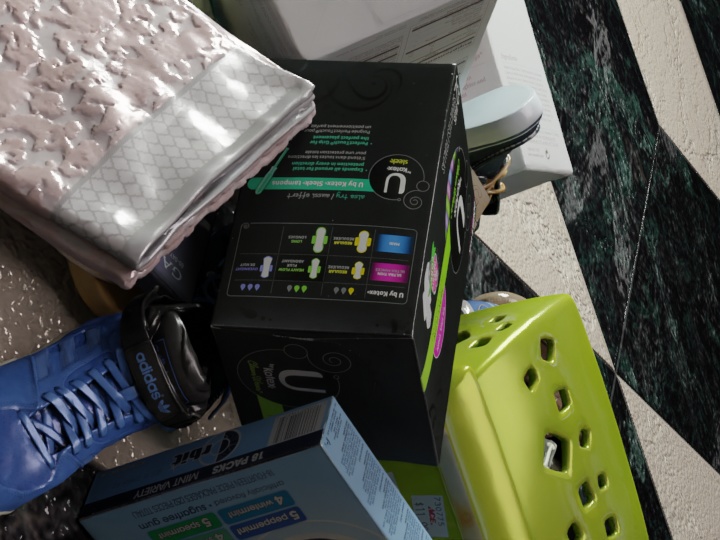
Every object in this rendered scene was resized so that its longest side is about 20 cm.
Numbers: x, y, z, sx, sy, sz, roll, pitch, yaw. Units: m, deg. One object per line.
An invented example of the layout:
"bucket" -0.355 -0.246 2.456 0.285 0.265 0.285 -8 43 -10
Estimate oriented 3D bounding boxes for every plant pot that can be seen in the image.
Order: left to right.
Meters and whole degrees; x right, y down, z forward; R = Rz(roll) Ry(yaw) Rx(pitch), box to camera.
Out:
"plant pot" 0.059 0.148 1.349 0.181 0.198 0.202 -25 97 -57

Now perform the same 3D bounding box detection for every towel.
"towel" -0.147 -0.099 1.101 0.190 0.032 0.200 34 47 10

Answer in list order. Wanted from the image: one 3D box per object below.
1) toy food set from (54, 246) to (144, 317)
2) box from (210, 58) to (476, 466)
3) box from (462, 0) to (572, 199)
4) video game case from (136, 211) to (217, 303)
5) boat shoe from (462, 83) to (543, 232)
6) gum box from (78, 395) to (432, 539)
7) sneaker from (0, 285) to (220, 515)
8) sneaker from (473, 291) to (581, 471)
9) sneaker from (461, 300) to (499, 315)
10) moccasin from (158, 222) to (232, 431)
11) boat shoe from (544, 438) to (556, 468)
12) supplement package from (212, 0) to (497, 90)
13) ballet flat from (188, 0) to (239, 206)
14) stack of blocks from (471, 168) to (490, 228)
"toy food set" -0.166 -0.079 1.198 0.200 0.048 0.199 44 37 -35
"box" -0.005 -0.006 1.184 0.149 0.123 0.202 77 19 -55
"box" 0.065 -0.152 1.597 0.106 0.151 0.202 1 73 -62
"video game case" -0.133 -0.088 1.190 0.143 0.019 0.201 48 36 -31
"boat shoe" 0.086 -0.076 1.456 0.071 0.200 0.091 -37 103 -28
"gum box" -0.041 0.179 1.147 0.201 0.169 0.045 56 29 -27
"sneaker" -0.147 0.068 1.076 0.077 0.110 0.200 68 26 -7
"sneaker" 0.155 0.106 1.700 0.201 0.070 0.076 54 32 -32
"sneaker" 0.087 0.119 1.487 0.077 0.075 0.202 -11 108 -45
"moccasin" -0.089 0.021 1.270 0.081 0.068 0.201 56 32 -28
"boat shoe" 0.126 0.195 1.559 0.063 0.071 0.201 20 38 -2
"supplement package" -0.013 -0.193 1.319 0.153 0.149 0.200 63 -13 13
"ballet flat" -0.113 -0.121 1.339 0.069 0.069 0.202 -19 86 -64
"stack of blocks" 0.000 0.000 1.364 0.059 0.114 0.201 56 42 -25
